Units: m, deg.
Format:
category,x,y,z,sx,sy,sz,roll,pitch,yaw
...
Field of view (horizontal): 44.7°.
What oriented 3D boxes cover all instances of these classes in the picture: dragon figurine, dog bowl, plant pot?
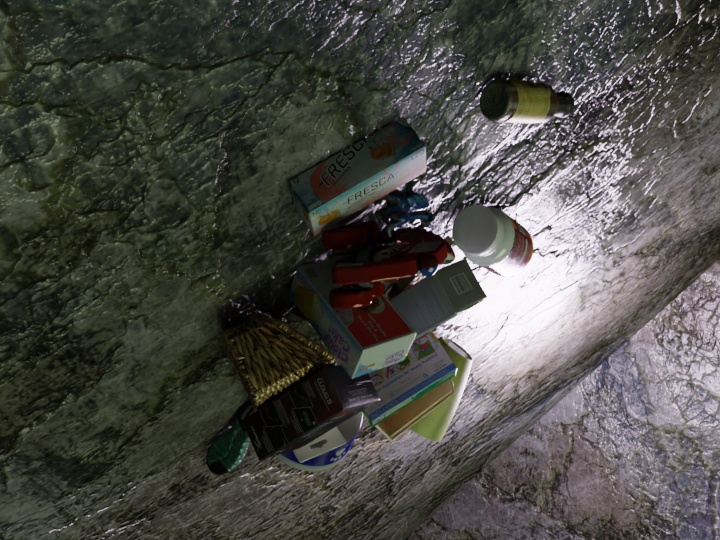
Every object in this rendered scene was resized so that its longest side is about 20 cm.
category,x,y,z,sx,sy,sz,roll,pitch,yaw
dragon figurine,0.070,-0.114,1.390,0.098,0.059,0.201,-33,156,-4
dog bowl,-0.097,0.283,1.707,0.197,0.201,0.079,-16,148,-34
plant pot,0.172,0.264,2.075,0.202,0.187,0.186,-56,151,10

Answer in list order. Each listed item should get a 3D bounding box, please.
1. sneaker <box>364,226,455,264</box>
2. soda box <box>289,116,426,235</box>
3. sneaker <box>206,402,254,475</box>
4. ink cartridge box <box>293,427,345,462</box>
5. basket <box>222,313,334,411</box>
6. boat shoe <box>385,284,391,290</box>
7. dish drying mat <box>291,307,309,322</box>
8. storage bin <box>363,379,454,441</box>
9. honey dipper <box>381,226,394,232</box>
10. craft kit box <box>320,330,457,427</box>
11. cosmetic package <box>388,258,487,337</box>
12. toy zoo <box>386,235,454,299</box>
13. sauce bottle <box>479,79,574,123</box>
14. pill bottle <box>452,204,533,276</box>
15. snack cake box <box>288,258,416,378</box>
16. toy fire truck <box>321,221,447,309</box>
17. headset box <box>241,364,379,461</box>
category,x,y,z,sx,sy,sz,roll,pitch,yaw
sneaker,0.063,-0.026,1.456,0.196,0.081,0.076,1,118,-15
soda box,-0.003,-0.135,1.255,0.198,0.064,0.069,-31,155,-11
sneaker,-0.237,0.346,1.799,0.200,0.075,0.087,-49,157,25
ink cartridge box,-0.107,0.238,1.616,0.116,0.201,0.068,-15,150,-35
basket,-0.138,0.138,1.460,0.147,0.145,0.200,-25,165,-11
boat shoe,0.036,0.005,1.553,0.201,0.057,0.069,-51,174,29
dish drying mat,-0.027,0.110,1.512,0.076,0.198,0.018,20,95,-59
storage bin,0.083,0.241,1.912,0.197,0.094,0.200,-37,134,6
honey dipper,0.000,0.000,1.529,0.038,0.038,0.201,-1,137,-50
craft kit box,0.054,0.167,1.699,0.198,0.199,0.049,-28,158,-11
cosmetic package,0.109,0.066,1.527,0.106,0.091,0.199,-21,167,-46
toy zoo,0.106,0.007,1.625,0.131,0.021,0.200,-40,173,-12
sauce bottle,0.266,-0.263,1.370,0.198,0.065,0.065,-8,145,-47
pill bottle,0.250,-0.057,1.654,0.109,0.110,0.199,-41,155,15
snack cake box,-0.016,0.070,1.430,0.113,0.201,0.068,-12,139,-37
toy fire truck,0.039,-0.014,1.292,0.164,0.115,0.200,-6,-173,14
headset box,-0.072,0.224,1.436,0.198,0.078,0.148,-33,166,19
